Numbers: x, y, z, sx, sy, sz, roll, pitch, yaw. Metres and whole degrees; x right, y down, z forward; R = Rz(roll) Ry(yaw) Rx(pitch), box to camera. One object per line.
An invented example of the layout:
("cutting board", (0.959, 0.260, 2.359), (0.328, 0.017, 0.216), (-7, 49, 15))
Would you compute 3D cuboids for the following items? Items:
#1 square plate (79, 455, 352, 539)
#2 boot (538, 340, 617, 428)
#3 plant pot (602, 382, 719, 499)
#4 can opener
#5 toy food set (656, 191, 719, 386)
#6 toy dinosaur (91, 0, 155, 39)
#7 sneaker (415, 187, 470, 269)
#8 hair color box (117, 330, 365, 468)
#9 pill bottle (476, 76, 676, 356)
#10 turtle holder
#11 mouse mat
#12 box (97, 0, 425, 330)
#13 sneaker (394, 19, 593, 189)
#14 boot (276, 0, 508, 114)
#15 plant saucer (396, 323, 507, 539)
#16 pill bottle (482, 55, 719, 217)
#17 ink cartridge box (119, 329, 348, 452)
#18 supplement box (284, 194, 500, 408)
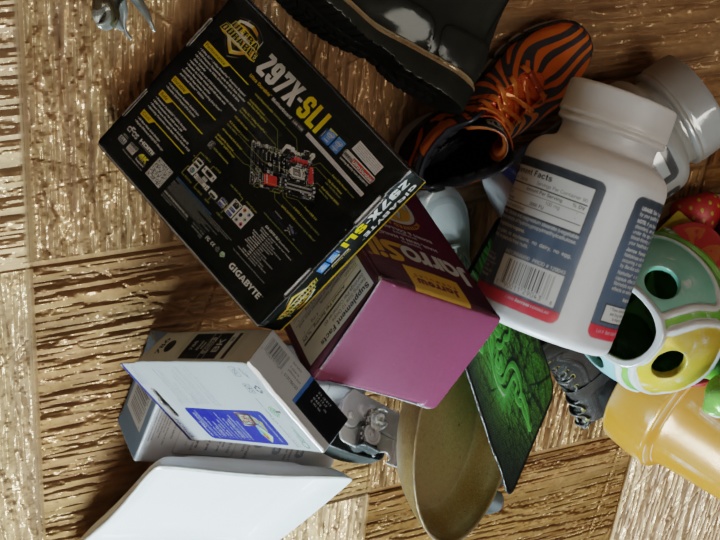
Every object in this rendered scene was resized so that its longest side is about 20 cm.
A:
("square plate", (-0.139, 0.217, 1.251), (0.197, 0.029, 0.200), (8, 144, -33))
("boot", (0.205, 0.102, 1.369), (0.199, 0.069, 0.175), (-34, 131, -6))
("plant pot", (0.379, 0.148, 1.378), (0.200, 0.183, 0.201), (-34, 149, -24))
("can opener", (0.049, 0.169, 1.256), (0.199, 0.053, 0.066), (28, 146, -25))
("toy food set", (0.344, 0.017, 1.307), (0.198, 0.200, 0.049), (-43, 163, -11))
("toy dinosaur", (-0.158, -0.268, 0.927), (0.102, 0.077, 0.201), (15, 109, -48))
("sneaker", (0.077, 0.014, 1.228), (0.075, 0.087, 0.201), (-16, 127, -15))
("hair color box", (-0.104, 0.119, 1.222), (0.199, 0.061, 0.099), (9, 118, -32))
("pill bottle", (0.176, -0.044, 1.092), (0.119, 0.119, 0.201), (16, 97, -35))
("turtle holder", (0.259, 0.056, 1.209), (0.140, 0.187, 0.132), (-23, 174, 30))
("mouse mat", (0.128, 0.074, 1.201), (0.007, 0.161, 0.201), (-6, 119, 28))
("box", (-0.076, -0.081, 1.009), (0.160, 0.200, 0.049), (-45, 163, 6))
("sneaker", (0.121, -0.128, 1.124), (0.200, 0.112, 0.078), (-40, 107, 2))
("boot", (0.027, -0.231, 1.054), (0.200, 0.077, 0.139), (33, 80, -25))
("plant saucer", (0.080, 0.135, 1.187), (0.200, 0.035, 0.202), (-23, 118, -56))
("pill bottle", (0.218, -0.095, 1.208), (0.200, 0.114, 0.114), (-35, 131, -2))
("ink cartridge box", (-0.103, 0.093, 1.070), (0.100, 0.199, 0.039), (51, 59, -24))
("supplement box", (0.000, 0.000, 1.098), (0.130, 0.200, 0.103), (19, 117, -37))
